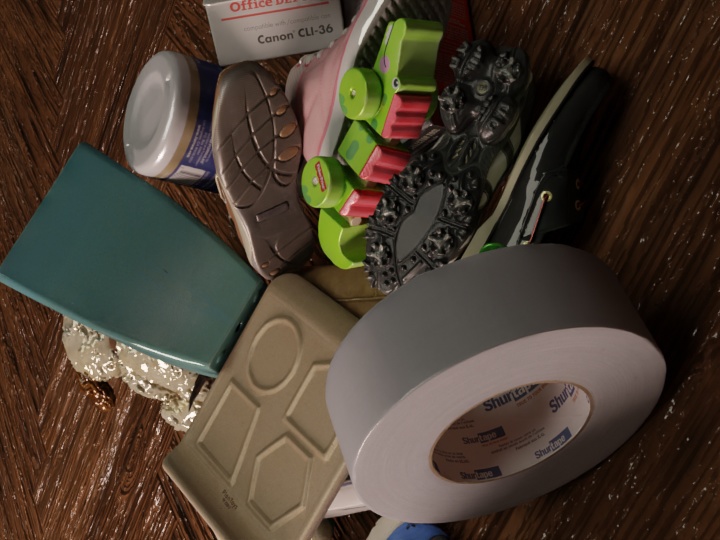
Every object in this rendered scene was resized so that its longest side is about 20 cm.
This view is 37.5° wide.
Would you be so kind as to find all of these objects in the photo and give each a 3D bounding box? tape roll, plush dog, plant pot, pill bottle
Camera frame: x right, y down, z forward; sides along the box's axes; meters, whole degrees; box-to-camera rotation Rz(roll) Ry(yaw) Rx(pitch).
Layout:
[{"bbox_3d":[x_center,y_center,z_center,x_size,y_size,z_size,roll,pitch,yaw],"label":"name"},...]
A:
[{"bbox_3d":[0.081,0.075,0.651,0.200,0.200,0.066,-55,42,34],"label":"tape roll"},{"bbox_3d":[-0.232,0.068,1.107,0.171,0.160,0.201,3,85,15],"label":"plush dog"},{"bbox_3d":[-0.185,0.009,0.958,0.200,0.141,0.141,29,82,12],"label":"plant pot"},{"bbox_3d":[-0.103,-0.121,0.966,0.111,0.200,0.111,-21,64,51],"label":"pill bottle"}]

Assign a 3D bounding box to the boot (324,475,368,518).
[{"bbox_3d":[0.009,0.139,0.830,0.200,0.073,0.091,-16,68,33],"label":"boot"}]

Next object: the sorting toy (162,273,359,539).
[{"bbox_3d":[-0.060,0.119,0.846,0.185,0.036,0.200,34,92,47],"label":"sorting toy"}]

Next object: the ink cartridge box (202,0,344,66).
[{"bbox_3d":[-0.077,-0.237,0.957,0.200,0.116,0.068,-98,-3,-66],"label":"ink cartridge box"}]

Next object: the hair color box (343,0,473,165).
[{"bbox_3d":[0.041,-0.185,0.893,0.101,0.061,0.201,-30,58,50],"label":"hair color box"}]

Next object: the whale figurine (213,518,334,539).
[{"bbox_3d":[-0.086,0.208,0.978,0.159,0.104,0.201,13,119,25],"label":"whale figurine"}]

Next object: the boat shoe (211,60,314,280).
[{"bbox_3d":[-0.091,-0.084,0.875,0.072,0.076,0.200,48,152,45],"label":"boat shoe"}]

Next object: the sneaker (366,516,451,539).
[{"bbox_3d":[0.021,0.287,0.783,0.200,0.077,0.111,-62,30,-3],"label":"sneaker"}]

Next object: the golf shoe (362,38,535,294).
[{"bbox_3d":[0.076,-0.065,0.777,0.078,0.094,0.200,33,97,26],"label":"golf shoe"}]

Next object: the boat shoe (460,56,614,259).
[{"bbox_3d":[0.126,-0.049,0.740,0.063,0.074,0.202,28,101,11],"label":"boat shoe"}]

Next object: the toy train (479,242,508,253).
[{"bbox_3d":[0.089,0.056,0.725,0.200,0.056,0.042,101,-177,-49],"label":"toy train"}]

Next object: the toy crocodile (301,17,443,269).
[{"bbox_3d":[0.013,-0.093,0.787,0.062,0.067,0.200,50,127,40],"label":"toy crocodile"}]

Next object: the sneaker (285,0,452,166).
[{"bbox_3d":[-0.005,-0.168,0.833,0.105,0.075,0.201,53,131,40],"label":"sneaker"}]

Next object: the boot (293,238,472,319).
[{"bbox_3d":[0.000,0.000,0.891,0.200,0.066,0.176,-7,70,52],"label":"boot"}]
